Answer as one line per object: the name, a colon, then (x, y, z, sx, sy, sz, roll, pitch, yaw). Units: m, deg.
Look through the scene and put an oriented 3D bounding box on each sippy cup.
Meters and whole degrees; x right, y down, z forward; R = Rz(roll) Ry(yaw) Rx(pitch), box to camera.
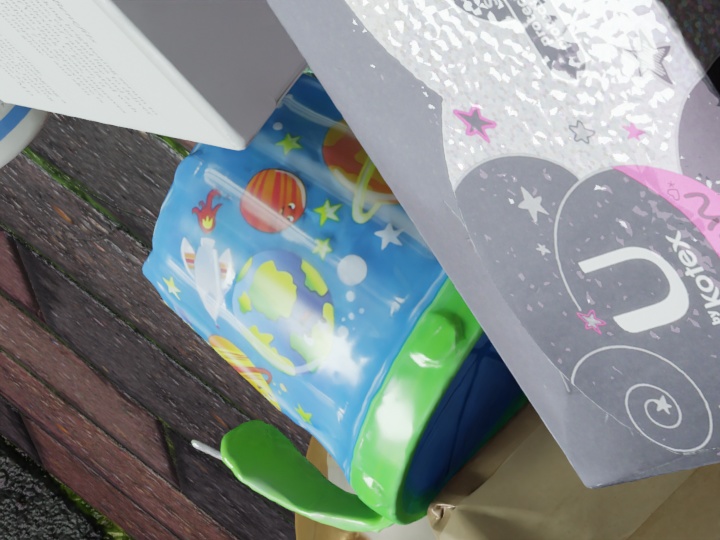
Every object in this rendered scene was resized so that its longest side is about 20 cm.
sippy cup: (0.000, 0.000, 0.926, 0.130, 0.178, 0.140, 33, 179, 16)

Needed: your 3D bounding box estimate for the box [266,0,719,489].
box: (0.081, -0.057, 0.706, 0.132, 0.115, 0.200, -18, 110, 51)

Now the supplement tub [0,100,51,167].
supplement tub: (-0.256, -0.147, 1.379, 0.132, 0.132, 0.200, 26, 159, 43)

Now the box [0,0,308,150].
box: (-0.074, -0.140, 0.902, 0.106, 0.152, 0.200, 46, 164, -28)

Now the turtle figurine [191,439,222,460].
turtle figurine: (0.050, 0.106, 1.391, 0.194, 0.144, 0.200, 31, -178, -30)

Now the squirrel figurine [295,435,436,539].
squirrel figurine: (0.075, 0.078, 1.222, 0.187, 0.200, 0.142, 11, 134, -23)

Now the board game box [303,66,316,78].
board game box: (0.013, -0.040, 1.021, 0.200, 0.028, 0.135, 43, 155, -27)

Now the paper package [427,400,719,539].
paper package: (0.141, 0.098, 0.988, 0.103, 0.191, 0.200, 36, 164, 35)
